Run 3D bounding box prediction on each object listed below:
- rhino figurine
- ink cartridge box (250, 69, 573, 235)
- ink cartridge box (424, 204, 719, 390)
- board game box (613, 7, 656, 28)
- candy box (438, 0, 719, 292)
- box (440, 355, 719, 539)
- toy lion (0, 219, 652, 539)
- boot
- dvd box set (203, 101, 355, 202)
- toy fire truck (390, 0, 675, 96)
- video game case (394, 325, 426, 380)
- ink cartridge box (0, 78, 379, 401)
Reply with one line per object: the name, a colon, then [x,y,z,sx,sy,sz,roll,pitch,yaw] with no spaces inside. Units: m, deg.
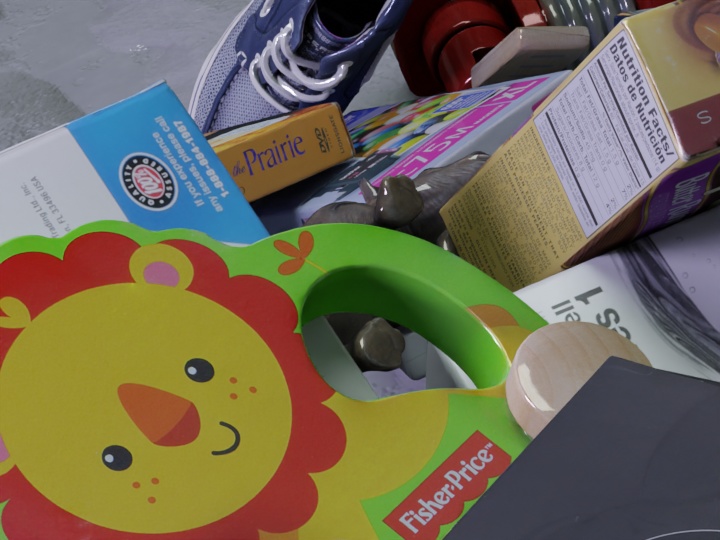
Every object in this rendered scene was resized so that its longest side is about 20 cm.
rhino figurine: [0.000,0.000,1.135,0.087,0.060,0.200,-32,9,39]
ink cartridge box: [0.004,-0.039,1.321,0.119,0.042,0.200,-36,15,-33]
ink cartridge box: [0.139,0.058,1.018,0.199,0.084,0.146,-23,59,-12]
board game box: [0.236,-0.103,1.321,0.199,0.035,0.135,6,12,36]
candy box: [0.116,-0.047,1.036,0.116,0.057,0.200,-20,-10,-22]
box: [0.098,0.152,0.793,0.124,0.201,0.149,11,37,35]
toy lion: [-0.035,0.048,0.907,0.192,0.069,0.200,38,51,16]
boot: [-0.029,-0.106,1.374,0.073,0.200,0.090,30,22,-5]
dvd box set: [-0.120,-0.023,1.272,0.200,0.030,0.146,-25,10,-42]
toy fire truck: [0.105,-0.129,1.418,0.175,0.129,0.200,-17,39,-2]
video game case: [0.079,-0.022,1.242,0.181,0.023,0.200,-27,13,-5]
ink cartridge box: [-0.126,0.061,0.991,0.200,0.145,0.147,-25,73,-28]
